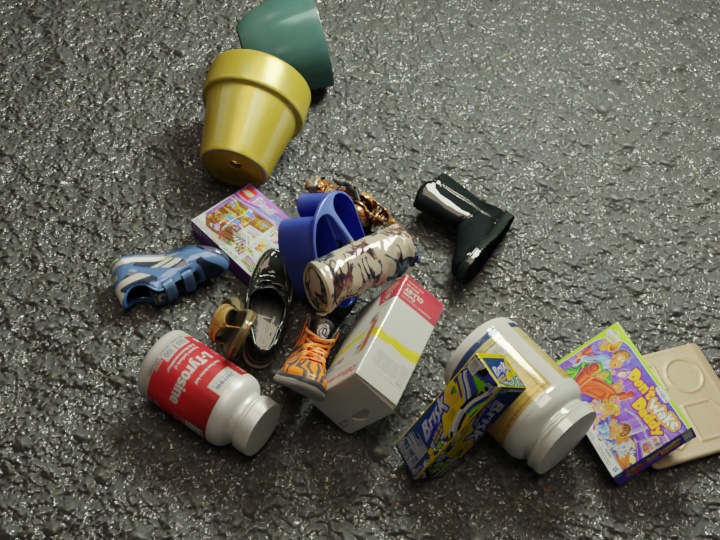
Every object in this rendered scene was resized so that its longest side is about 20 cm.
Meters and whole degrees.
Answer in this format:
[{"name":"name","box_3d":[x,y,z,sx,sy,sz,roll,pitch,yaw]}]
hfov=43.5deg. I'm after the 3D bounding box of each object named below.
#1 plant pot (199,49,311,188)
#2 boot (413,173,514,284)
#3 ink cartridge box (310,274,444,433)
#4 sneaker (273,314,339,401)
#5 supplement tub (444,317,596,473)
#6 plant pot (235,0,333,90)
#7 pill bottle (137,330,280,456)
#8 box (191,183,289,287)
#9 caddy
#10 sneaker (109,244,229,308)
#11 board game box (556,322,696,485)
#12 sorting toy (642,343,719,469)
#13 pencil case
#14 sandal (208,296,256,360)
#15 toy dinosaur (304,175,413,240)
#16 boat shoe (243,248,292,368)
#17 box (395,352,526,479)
[{"name":"plant pot","box_3d":[-0.205,-0.264,1.648,0.197,0.202,0.192,11,65,5]},{"name":"boot","box_3d":[0.160,-0.078,1.586,0.166,0.077,0.200,30,48,15]},{"name":"ink cartridge box","box_3d":[0.026,0.126,1.356,0.083,0.145,0.201,38,52,-11]},{"name":"sneaker","box_3d":[-0.074,0.121,1.318,0.077,0.200,0.114,27,85,-12]},{"name":"supplement tub","box_3d":[0.235,0.184,1.336,0.143,0.146,0.200,-29,58,-25]},{"name":"plant pot","box_3d":[-0.156,-0.443,1.794,0.158,0.202,0.203,-17,53,-4]},{"name":"pill bottle","box_3d":[-0.219,0.182,1.322,0.198,0.113,0.112,29,54,18]},{"name":"box","box_3d":[-0.180,-0.053,1.565,0.136,0.039,0.199,-35,61,-27]},{"name":"caddy","box_3d":[-0.048,-0.035,1.463,0.103,0.202,0.142,6,46,30]},{"name":"sneaker","box_3d":[-0.310,0.015,1.482,0.196,0.075,0.083,-11,53,-4]},{"name":"board game box","box_3d":[0.387,0.197,1.358,0.133,0.045,0.202,-35,52,9]},{"name":"sorting toy","box_3d":[0.490,0.211,1.411,0.196,0.037,0.187,-8,52,-17]},{"name":"pencil case","box_3d":[0.000,0.000,1.393,0.198,0.077,0.091,-24,89,-34]},{"name":"sandal","box_3d":[-0.205,0.080,1.378,0.053,0.081,0.200,25,3,-20]},{"name":"toy dinosaur","box_3d":[-0.009,-0.089,1.546,0.101,0.137,0.200,-31,59,-28]},{"name":"boat shoe","box_3d":[-0.147,0.050,1.434,0.073,0.066,0.203,15,66,-6]},{"name":"box","box_3d":[0.139,0.206,1.274,0.069,0.201,0.065,8,39,-46]}]
